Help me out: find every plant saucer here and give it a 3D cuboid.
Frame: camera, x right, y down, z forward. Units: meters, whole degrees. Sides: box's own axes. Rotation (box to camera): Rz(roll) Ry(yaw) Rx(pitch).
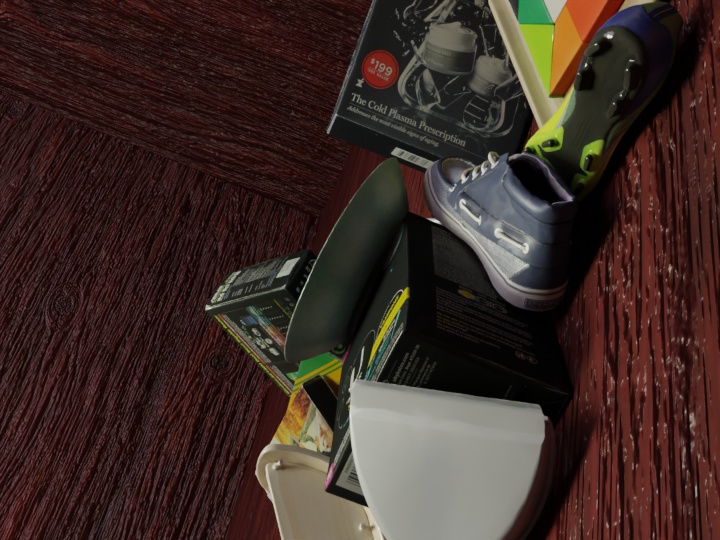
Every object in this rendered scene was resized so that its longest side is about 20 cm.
[{"bbox_3d":[0.000,0.000,0.846,0.203,0.038,0.202,-60,-10,-17],"label":"plant saucer"}]

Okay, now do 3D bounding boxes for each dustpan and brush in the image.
[{"bbox_3d":[0.058,0.176,0.638,0.057,0.137,0.205,-10,-76,-67],"label":"dustpan and brush"}]

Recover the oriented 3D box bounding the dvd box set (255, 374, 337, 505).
[{"bbox_3d":[-0.040,0.219,0.994,0.029,0.147,0.201,-22,-24,-34],"label":"dvd box set"}]

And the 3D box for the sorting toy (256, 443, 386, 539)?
[{"bbox_3d":[-0.035,0.289,0.892,0.182,0.105,0.202,110,148,-47],"label":"sorting toy"}]

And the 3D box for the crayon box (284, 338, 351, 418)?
[{"bbox_3d":[-0.011,0.151,1.013,0.051,0.125,0.202,-51,-14,-42],"label":"crayon box"}]

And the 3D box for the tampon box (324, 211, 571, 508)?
[{"bbox_3d":[0.061,0.076,0.747,0.201,0.124,0.152,-84,17,-65],"label":"tampon box"}]

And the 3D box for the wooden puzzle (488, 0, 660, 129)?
[{"bbox_3d":[0.176,-0.244,0.812,0.201,0.037,0.188,122,140,-51],"label":"wooden puzzle"}]

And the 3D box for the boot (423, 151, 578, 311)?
[{"bbox_3d":[0.111,-0.062,0.757,0.201,0.071,0.092,-124,33,-49],"label":"boot"}]

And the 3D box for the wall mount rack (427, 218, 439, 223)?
[{"bbox_3d":[0.093,-0.011,0.998,0.172,0.074,0.204,0,66,43],"label":"wall mount rack"}]

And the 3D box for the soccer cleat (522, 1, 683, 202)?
[{"bbox_3d":[0.179,-0.115,0.715,0.083,0.065,0.201,-36,-17,-27],"label":"soccer cleat"}]

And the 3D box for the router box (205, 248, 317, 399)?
[{"bbox_3d":[-0.057,0.077,1.078,0.148,0.201,0.063,-14,35,45],"label":"router box"}]

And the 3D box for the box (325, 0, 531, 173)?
[{"bbox_3d":[0.086,-0.207,1.041,0.104,0.196,0.185,155,135,-82],"label":"box"}]
